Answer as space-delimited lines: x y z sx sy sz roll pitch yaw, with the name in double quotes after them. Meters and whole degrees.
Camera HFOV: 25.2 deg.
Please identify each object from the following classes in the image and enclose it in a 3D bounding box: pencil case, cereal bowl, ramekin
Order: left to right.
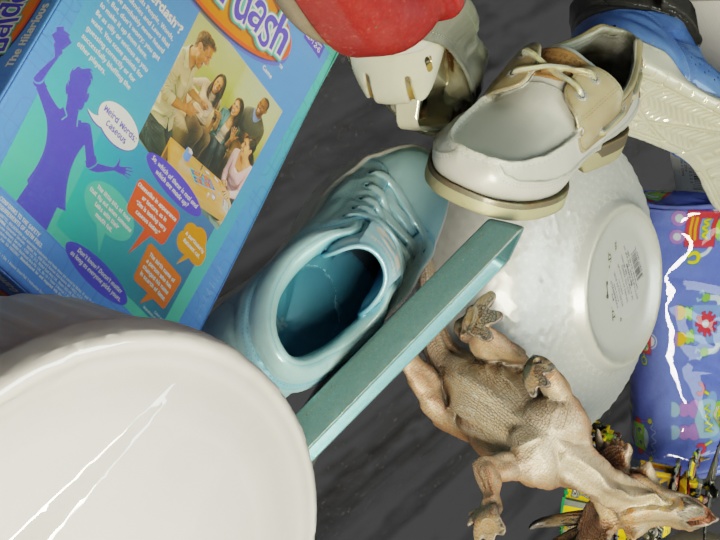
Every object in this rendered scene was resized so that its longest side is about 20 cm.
-0.120 0.101 0.592 0.201 0.094 0.204 -20 122 -36 "ramekin"
0.119 0.006 0.944 0.199 0.083 0.202 -8 100 -52 "cereal bowl"
0.222 0.040 1.086 0.086 0.078 0.202 -6 102 -19 "pencil case"

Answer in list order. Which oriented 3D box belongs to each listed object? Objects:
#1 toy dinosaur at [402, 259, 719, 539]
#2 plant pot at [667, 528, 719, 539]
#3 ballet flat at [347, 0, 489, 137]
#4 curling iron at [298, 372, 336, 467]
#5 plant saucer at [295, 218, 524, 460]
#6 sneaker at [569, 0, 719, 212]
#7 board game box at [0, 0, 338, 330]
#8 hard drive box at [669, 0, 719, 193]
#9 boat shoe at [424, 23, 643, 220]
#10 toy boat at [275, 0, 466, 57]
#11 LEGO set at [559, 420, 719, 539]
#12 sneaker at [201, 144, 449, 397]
0.080 0.079 0.841 0.086 0.200 0.135 -45 150 7 "toy dinosaur"
0.287 0.298 1.164 0.200 0.134 0.202 -11 103 -53 "plant pot"
0.026 -0.104 0.778 0.200 0.067 0.064 26 72 -74 "ballet flat"
-0.037 0.120 0.791 0.049 0.026 0.201 27 64 -12 "curling iron"
0.000 0.052 0.751 0.200 0.019 0.070 -44 172 -9 "plant saucer"
0.210 -0.110 1.008 0.199 0.077 0.112 25 40 -22 "sneaker"
-0.096 -0.064 0.677 0.152 0.045 0.201 51 56 -43 "board game box"
0.306 -0.126 1.082 0.077 0.199 0.157 -40 125 -43 "hard drive box"
0.092 -0.082 0.821 0.200 0.074 0.069 -36 147 -59 "boat shoe"
0.018 -0.163 0.556 0.131 0.130 0.200 -65 146 -19 "toy boat"
0.178 0.200 0.976 0.154 0.115 0.202 -3 101 -75 "LEGO set"
0.000 0.000 0.771 0.074 0.082 0.200 53 50 -16 "sneaker"
